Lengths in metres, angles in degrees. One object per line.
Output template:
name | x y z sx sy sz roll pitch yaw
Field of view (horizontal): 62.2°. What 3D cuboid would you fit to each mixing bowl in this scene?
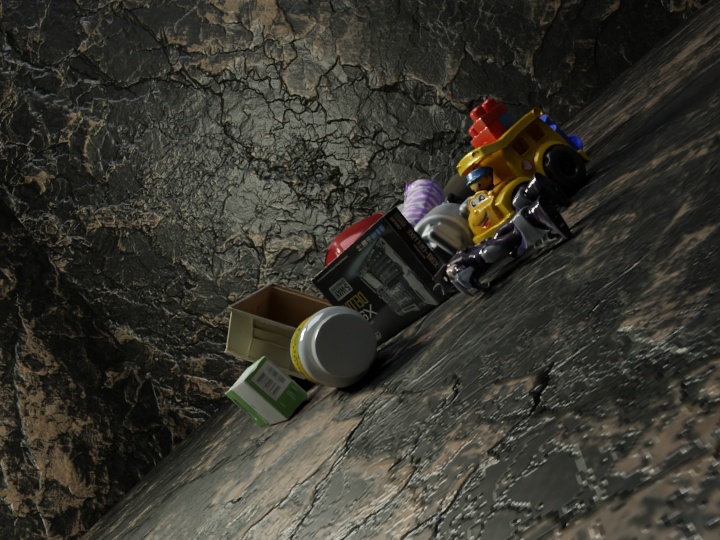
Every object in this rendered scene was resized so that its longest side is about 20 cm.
mixing bowl | 0.000 0.000 1.099 0.107 0.202 0.200 -10 -11 -22

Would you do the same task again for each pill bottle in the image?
pill bottle | -0.039 0.112 0.866 0.113 0.113 0.200 -40 1 -15

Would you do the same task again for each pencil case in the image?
pencil case | 0.108 -0.100 1.185 0.084 0.085 0.201 105 -175 -47

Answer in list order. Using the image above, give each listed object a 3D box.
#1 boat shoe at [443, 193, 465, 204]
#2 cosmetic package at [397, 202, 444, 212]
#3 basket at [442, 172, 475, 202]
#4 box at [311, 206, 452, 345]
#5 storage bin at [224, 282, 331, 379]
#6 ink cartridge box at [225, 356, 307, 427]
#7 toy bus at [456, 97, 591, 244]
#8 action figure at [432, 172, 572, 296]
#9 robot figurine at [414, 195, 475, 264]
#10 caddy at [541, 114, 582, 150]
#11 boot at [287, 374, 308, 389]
boat shoe | 0.183 -0.048 1.198 0.075 0.092 0.201 -63 -7 -60
cosmetic package | 0.161 -0.100 1.308 0.198 0.072 0.101 2 26 34
basket | 0.234 -0.139 1.478 0.200 0.136 0.180 -46 0 -41
box | 0.035 0.019 0.961 0.200 0.158 0.050 -38 1 39
storage bin | -0.135 0.116 1.178 0.200 0.197 0.095 -38 -38 -71
ink cartridge box | -0.180 0.229 1.107 0.059 0.104 0.200 -50 5 -28
toy bus | 0.219 -0.158 0.914 0.200 0.192 0.136 -42 3 -23
action figure | 0.163 -0.024 0.725 0.200 0.069 0.130 -45 4 44
robot figurine | 0.151 -0.054 1.039 0.170 0.113 0.200 -53 -5 22
caddy | 0.338 -0.206 1.176 0.200 0.105 0.142 -39 23 21
boot | -0.111 0.196 1.266 0.165 0.066 0.200 -47 -3 7
